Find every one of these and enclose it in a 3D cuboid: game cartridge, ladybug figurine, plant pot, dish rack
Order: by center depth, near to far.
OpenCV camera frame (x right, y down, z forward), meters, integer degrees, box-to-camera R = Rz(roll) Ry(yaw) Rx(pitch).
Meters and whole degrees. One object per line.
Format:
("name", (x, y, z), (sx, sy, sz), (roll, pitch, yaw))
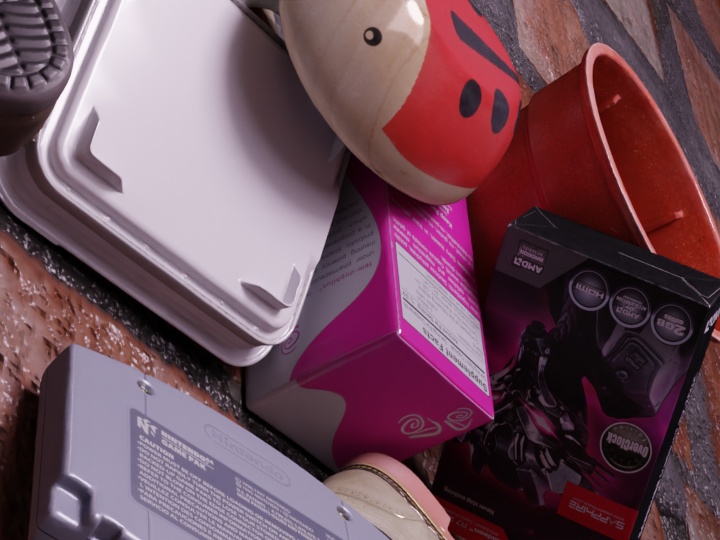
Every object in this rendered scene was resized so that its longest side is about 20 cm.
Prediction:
("game cartridge", (-0.055, 0.116, 0.711), (0.199, 0.042, 0.133), (36, 15, -23))
("dish rack", (-0.078, -0.065, 0.824), (0.200, 0.043, 0.173), (39, 56, -38))
("ladybug figurine", (0.031, -0.108, 0.887), (0.200, 0.071, 0.137), (22, 48, -59))
("plant pot", (0.109, -0.010, 1.058), (0.201, 0.194, 0.202), (47, 29, -35))

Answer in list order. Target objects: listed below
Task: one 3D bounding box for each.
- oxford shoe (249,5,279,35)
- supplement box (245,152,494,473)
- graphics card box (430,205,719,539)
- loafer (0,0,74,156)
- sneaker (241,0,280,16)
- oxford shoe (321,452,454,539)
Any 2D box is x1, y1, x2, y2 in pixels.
("oxford shoe", (-0.067, -0.120, 0.958), (0.075, 0.070, 0.202), (39, 35, -56))
("supplement box", (0.000, 0.000, 0.938), (0.103, 0.101, 0.201), (42, 32, -40))
("graphics card box", (0.120, 0.079, 0.951), (0.125, 0.202, 0.051), (24, 23, 19))
("loafer", (-0.184, -0.132, 0.746), (0.072, 0.071, 0.201), (-2, 53, -25))
("sneaker", (-0.097, -0.188, 0.883), (0.198, 0.070, 0.081), (11, 57, -24))
("oxford shoe", (0.043, 0.184, 0.854), (0.200, 0.071, 0.074), (42, 27, 15))
